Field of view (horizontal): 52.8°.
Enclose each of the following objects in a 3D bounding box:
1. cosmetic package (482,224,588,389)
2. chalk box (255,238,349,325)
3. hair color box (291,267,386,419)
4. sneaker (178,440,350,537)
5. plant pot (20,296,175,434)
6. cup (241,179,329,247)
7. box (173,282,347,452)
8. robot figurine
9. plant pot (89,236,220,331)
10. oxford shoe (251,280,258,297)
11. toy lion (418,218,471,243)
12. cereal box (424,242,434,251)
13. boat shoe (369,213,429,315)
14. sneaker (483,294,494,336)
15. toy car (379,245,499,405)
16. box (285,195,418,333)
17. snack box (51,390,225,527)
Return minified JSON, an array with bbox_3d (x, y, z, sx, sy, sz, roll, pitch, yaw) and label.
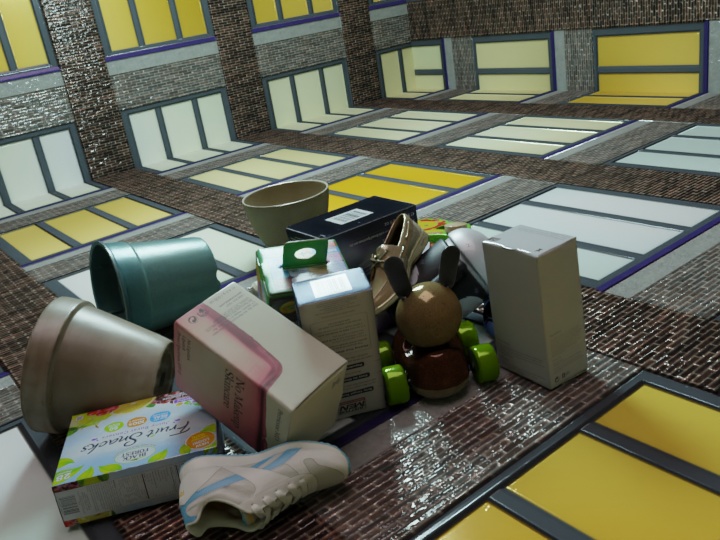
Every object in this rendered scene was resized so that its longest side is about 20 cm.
[{"bbox_3d":[0.243,0.048,1.008,0.081,0.202,0.113,-21,24,-27],"label":"cosmetic package"},{"bbox_3d":[-0.080,0.038,1.034,0.123,0.201,0.124,-6,33,-14],"label":"chalk box"},{"bbox_3d":[-0.027,0.103,0.975,0.099,0.201,0.061,-12,32,-8],"label":"hair color box"},{"bbox_3d":[-0.107,0.253,0.834,0.198,0.077,0.081,-9,43,-7],"label":"sneaker"},{"bbox_3d":[-0.372,0.150,1.072,0.172,0.202,0.200,9,22,0],"label":"plant pot"},{"bbox_3d":[-0.159,-0.110,1.661,0.198,0.144,0.201,-8,22,3],"label":"cup"},{"bbox_3d":[-0.130,0.132,0.921,0.199,0.129,0.109,32,45,23],"label":"box"},{"bbox_3d":[0.137,0.024,1.164,0.200,0.125,0.150,-40,29,7],"label":"robot figurine"},{"bbox_3d":[-0.383,0.027,1.372,0.195,0.202,0.200,-13,20,-34],"label":"plant pot"},{"bbox_3d":[-0.157,0.079,1.181,0.058,0.200,0.075,-38,74,-18],"label":"oxford shoe"},{"bbox_3d":[0.146,-0.082,1.585,0.198,0.069,0.192,-2,15,17],"label":"toy lion"},{"bbox_3d":[0.066,-0.038,1.405,0.198,0.040,0.144,17,22,2],"label":"cereal box"},{"bbox_3d":[0.043,-0.009,1.127,0.072,0.065,0.201,-22,28,47],"label":"boat shoe"},{"bbox_3d":[0.234,0.039,1.203,0.069,0.079,0.200,-6,21,8],"label":"sneaker"},{"bbox_3d":[0.093,0.065,1.029,0.163,0.202,0.158,-12,21,-8],"label":"toy car"},{"bbox_3d":[0.000,0.000,1.235,0.199,0.200,0.123,-23,26,-31],"label":"box"},{"bbox_3d":[-0.280,0.233,0.946,0.198,0.068,0.169,-13,22,-8],"label":"snack box"}]
